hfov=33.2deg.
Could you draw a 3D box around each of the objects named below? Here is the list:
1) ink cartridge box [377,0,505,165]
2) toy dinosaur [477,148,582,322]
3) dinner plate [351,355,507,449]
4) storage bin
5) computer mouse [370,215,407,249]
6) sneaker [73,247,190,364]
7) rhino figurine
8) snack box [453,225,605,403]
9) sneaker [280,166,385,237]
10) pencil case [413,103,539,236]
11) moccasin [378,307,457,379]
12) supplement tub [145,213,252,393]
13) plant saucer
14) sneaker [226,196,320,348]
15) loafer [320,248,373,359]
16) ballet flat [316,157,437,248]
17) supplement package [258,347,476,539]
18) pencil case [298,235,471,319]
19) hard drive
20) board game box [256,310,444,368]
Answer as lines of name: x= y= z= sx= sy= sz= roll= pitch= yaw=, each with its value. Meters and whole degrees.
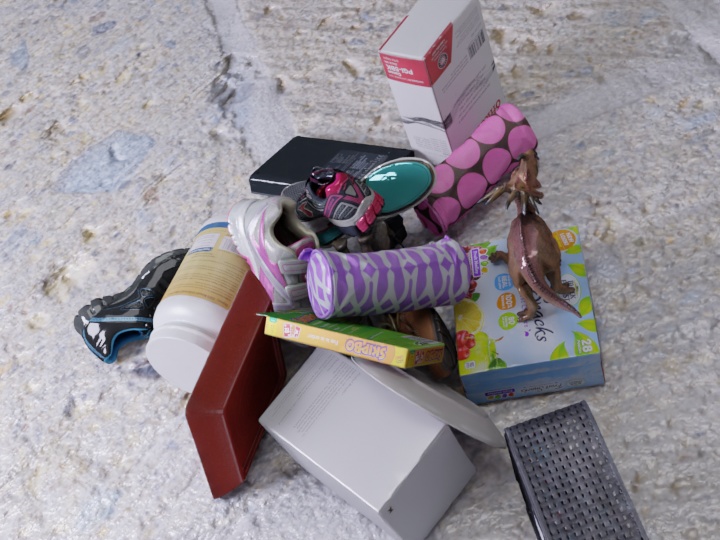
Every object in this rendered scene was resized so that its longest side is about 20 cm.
ink cartridge box: x=0.117 y=-0.264 z=1.673 sx=0.082 sy=0.201 sz=0.147 roll=16 pitch=55 yaw=34
toy dinosaur: x=0.192 y=-0.032 z=1.390 sx=0.085 sy=0.137 sz=0.202 roll=-16 pitch=46 yaw=2
dinner plate: x=0.080 y=0.137 z=1.337 sx=0.199 sy=0.199 sz=0.025 roll=29 pitch=91 yaw=36
storage bin: x=0.222 y=0.252 z=1.218 sx=0.092 sy=0.136 sz=0.202 roll=-20 pitch=46 yaw=1
computer mouse: x=0.054 y=-0.028 z=1.601 sx=0.058 sy=0.034 sz=0.200 roll=-26 pitch=47 yaw=-21
sneaker: x=-0.286 y=0.048 z=1.637 sx=0.199 sy=0.073 sz=0.082 roll=-36 pitch=64 yaw=-6
rhino figurine: x=0.000 y=0.000 z=1.496 sx=0.059 sy=0.089 sz=0.200 roll=-3 pitch=26 yaw=29
snack box: x=0.197 y=0.052 z=1.454 sx=0.166 sy=0.068 sz=0.202 roll=-9 pitch=48 yaw=10
sneaker: x=-0.046 y=-0.097 z=1.518 sx=0.199 sy=0.075 sz=0.081 roll=5 pitch=58 yaw=58
pencil case: x=0.150 y=-0.131 z=1.624 sx=0.199 sy=0.094 sz=0.091 roll=-40 pitch=94 yaw=-18
moccasin: x=0.061 y=0.072 z=1.463 sx=0.077 sy=0.074 sz=0.202 roll=-31 pitch=36 yaw=0
supplement tub: x=-0.176 y=0.044 z=1.536 sx=0.143 sy=0.146 sz=0.202 roll=7 pitch=52 yaw=24
plant saucer: x=-0.135 y=0.138 z=1.407 sx=0.036 sy=0.201 sz=0.201 roll=11 pitch=53 yaw=14
sneaker: x=-0.087 y=-0.001 z=1.471 sx=0.088 sy=0.202 sz=0.081 roll=-19 pitch=10 yaw=45
loafer: x=-0.034 y=0.044 z=1.539 sx=0.069 sy=0.070 sz=0.201 roll=-28 pitch=46 yaw=-7
ballet flat: x=0.020 y=-0.090 z=1.574 sx=0.198 sy=0.069 sz=0.070 roll=-29 pitch=42 yaw=24
supplement package: x=0.008 y=0.195 z=1.347 sx=0.199 sy=0.120 sz=0.122 roll=31 pitch=74 yaw=37
pencil case: x=0.033 y=0.005 z=1.395 sx=0.197 sy=0.084 sz=0.087 roll=-6 pitch=67 yaw=-28
hard drive: x=-0.040 y=-0.140 z=1.706 sx=0.197 sy=0.033 sz=0.140 roll=10 pitch=36 yaw=27
board game box: x=-0.014 y=0.074 z=1.346 sx=0.197 sy=0.095 sz=0.030 roll=15 pitch=97 yaw=28
